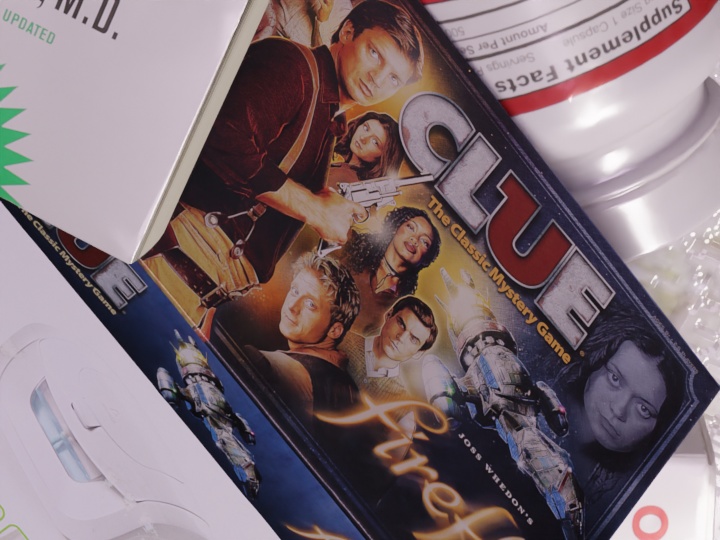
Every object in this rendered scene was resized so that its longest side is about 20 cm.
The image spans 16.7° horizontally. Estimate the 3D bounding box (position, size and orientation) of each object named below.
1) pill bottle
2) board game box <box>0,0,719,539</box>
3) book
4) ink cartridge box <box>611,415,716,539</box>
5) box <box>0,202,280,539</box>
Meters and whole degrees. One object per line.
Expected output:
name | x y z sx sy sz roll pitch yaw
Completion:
pill bottle | 0.046 -0.105 0.736 0.111 0.112 0.201 -19 115 9
board game box | 0.000 0.000 0.672 0.200 0.136 0.035 51 140 -8
book | -0.068 -0.121 0.566 0.133 0.048 0.201 26 107 2
ink cartridge box | 0.018 0.110 0.848 0.198 0.084 0.147 1 113 1
box | -0.105 0.031 0.732 0.176 0.097 0.200 -37 94 22
